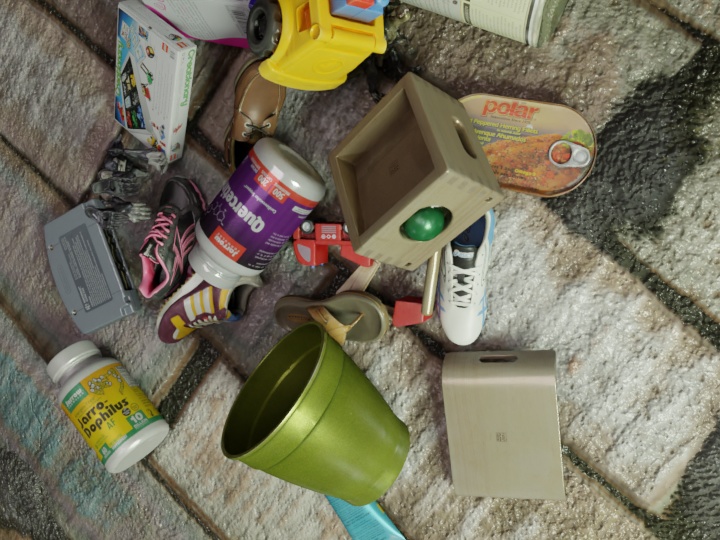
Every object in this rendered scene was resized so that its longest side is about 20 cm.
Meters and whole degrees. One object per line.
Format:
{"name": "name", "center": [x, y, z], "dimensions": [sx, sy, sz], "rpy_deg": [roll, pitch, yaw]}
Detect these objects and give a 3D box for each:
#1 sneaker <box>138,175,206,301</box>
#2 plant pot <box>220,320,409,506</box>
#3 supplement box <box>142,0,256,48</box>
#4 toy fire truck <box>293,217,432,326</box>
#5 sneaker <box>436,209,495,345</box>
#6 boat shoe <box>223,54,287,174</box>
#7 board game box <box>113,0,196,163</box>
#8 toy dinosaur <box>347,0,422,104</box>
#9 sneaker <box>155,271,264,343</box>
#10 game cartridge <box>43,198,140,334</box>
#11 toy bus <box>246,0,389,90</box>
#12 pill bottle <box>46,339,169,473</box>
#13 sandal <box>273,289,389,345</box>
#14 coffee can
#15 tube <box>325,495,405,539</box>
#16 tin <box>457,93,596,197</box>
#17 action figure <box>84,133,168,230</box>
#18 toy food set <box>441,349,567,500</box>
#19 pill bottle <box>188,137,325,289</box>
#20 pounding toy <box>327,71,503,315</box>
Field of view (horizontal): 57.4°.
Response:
{"name": "sneaker", "center": [-0.294, -0.045, 0.999], "dimensions": [0.079, 0.095, 0.201], "rpy_deg": [11, 97, 22]}
{"name": "plant pot", "center": [-0.043, 0.203, 0.861], "dimensions": [0.193, 0.201, 0.200], "rpy_deg": [39, 111, -20]}
{"name": "supplement box", "center": [-0.192, -0.382, 0.908], "dimensions": [0.199, 0.101, 0.104], "rpy_deg": [15, 76, 19]}
{"name": "toy fire truck", "center": [0.000, 0.000, 0.910], "dimensions": [0.199, 0.049, 0.142], "rpy_deg": [2, 98, 22]}
{"name": "sneaker", "center": [0.131, -0.001, 0.846], "dimensions": [0.071, 0.072, 0.201], "rpy_deg": [6, 98, 19]}
{"name": "boat shoe", "center": [-0.140, -0.201, 0.891], "dimensions": [0.200, 0.071, 0.068], "rpy_deg": [122, 144, -56]}
{"name": "board game box", "center": [-0.306, -0.272, 0.966], "dimensions": [0.126, 0.035, 0.200], "rpy_deg": [39, 137, 14]}
{"name": "toy dinosaur", "center": [0.022, -0.272, 0.868], "dimensions": [0.088, 0.048, 0.200], "rpy_deg": [43, 140, -13]}
{"name": "sneaker", "center": [-0.230, 0.058, 0.993], "dimensions": [0.090, 0.075, 0.200], "rpy_deg": [48, 110, 17]}
{"name": "game cartridge", "center": [-0.454, -0.003, 1.099], "dimensions": [0.133, 0.040, 0.201], "rpy_deg": [-22, 87, 18]}
{"name": "toy bus", "center": [-0.038, -0.336, 0.767], "dimensions": [0.192, 0.135, 0.201], "rpy_deg": [-10, 85, 53]}
{"name": "pill bottle", "center": [-0.411, 0.213, 1.059], "dimensions": [0.113, 0.113, 0.200], "rpy_deg": [-46, 78, 19]}
{"name": "sandal", "center": [-0.048, 0.073, 0.908], "dimensions": [0.199, 0.054, 0.081], "rpy_deg": [-1, 122, 34]}
{"name": "coffee can", "center": [0.143, -0.362, 0.767], "dimensions": [0.199, 0.146, 0.147], "rpy_deg": [26, 104, 17]}
{"name": "tube", "center": [-0.021, 0.323, 0.952], "dimensions": [0.077, 0.050, 0.200], "rpy_deg": [-37, 85, 30]}
{"name": "tin", "center": [0.193, -0.158, 0.825], "dimensions": [0.199, 0.042, 0.113], "rpy_deg": [15, 104, 21]}
{"name": "action figure", "center": [-0.350, -0.129, 0.993], "dimensions": [0.101, 0.200, 0.119], "rpy_deg": [12, 114, -16]}
{"name": "toy food set", "center": [0.188, 0.204, 0.856], "dimensions": [0.143, 0.060, 0.201], "rpy_deg": [-4, 101, 21]}
{"name": "pill bottle", "center": [-0.145, -0.072, 0.888], "dimensions": [0.112, 0.112, 0.200], "rpy_deg": [44, 106, 12]}
{"name": "pounding toy", "center": [0.070, -0.084, 0.796], "dimensions": [0.184, 0.142, 0.201], "rpy_deg": [-40, 51, 33]}
